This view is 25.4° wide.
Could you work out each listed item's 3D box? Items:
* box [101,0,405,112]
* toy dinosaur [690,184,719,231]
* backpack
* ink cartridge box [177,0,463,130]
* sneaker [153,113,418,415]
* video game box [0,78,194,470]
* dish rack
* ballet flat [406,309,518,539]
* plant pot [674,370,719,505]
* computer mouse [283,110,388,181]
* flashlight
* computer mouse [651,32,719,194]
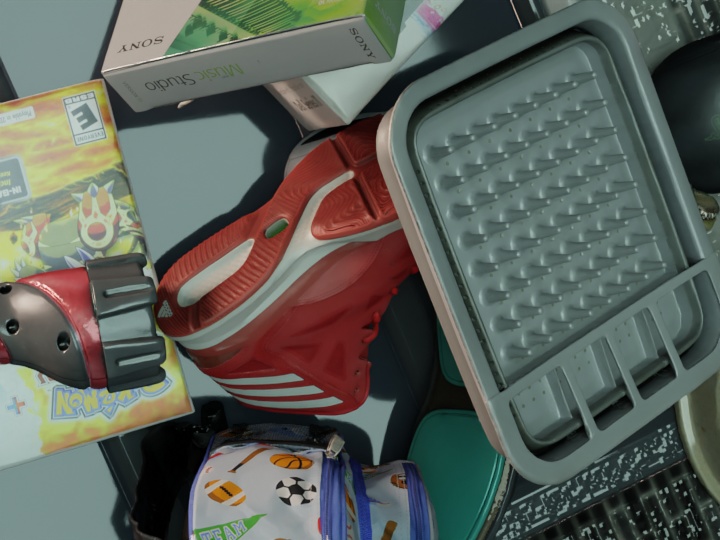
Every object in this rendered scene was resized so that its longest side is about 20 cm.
[{"bbox_3d":[-0.037,-0.175,0.769,0.036,0.144,0.200,47,44,-47],"label":"box"},{"bbox_3d":[0.110,-0.002,0.839,0.200,0.047,0.088,-7,97,-39],"label":"toy dinosaur"},{"bbox_3d":[-0.034,0.171,0.781,0.154,0.190,0.201,-6,93,7],"label":"backpack"},{"bbox_3d":[0.000,-0.137,0.824,0.067,0.117,0.200,44,85,-10],"label":"ink cartridge box"},{"bbox_3d":[0.000,0.000,0.841,0.200,0.078,0.116,-29,134,5],"label":"sneaker"},{"bbox_3d":[-0.205,0.014,0.822,0.199,0.047,0.183,-16,98,-11],"label":"video game box"},{"bbox_3d":[0.092,-0.015,0.775,0.171,0.043,0.200,-29,103,-33],"label":"dish rack"},{"bbox_3d":[0.069,0.071,0.871,0.073,0.073,0.201,5,91,-12],"label":"ballet flat"},{"bbox_3d":[0.298,0.069,0.862,0.200,0.183,0.201,0,92,-12],"label":"plant pot"},{"bbox_3d":[0.057,-0.064,0.876,0.200,0.044,0.110,-20,97,-11],"label":"computer mouse"},{"bbox_3d":[-0.196,0.040,0.769,0.199,0.068,0.068,-11,98,-13],"label":"flashlight"},{"bbox_3d":[0.248,-0.116,0.905,0.200,0.053,0.139,-31,100,-13],"label":"computer mouse"}]
